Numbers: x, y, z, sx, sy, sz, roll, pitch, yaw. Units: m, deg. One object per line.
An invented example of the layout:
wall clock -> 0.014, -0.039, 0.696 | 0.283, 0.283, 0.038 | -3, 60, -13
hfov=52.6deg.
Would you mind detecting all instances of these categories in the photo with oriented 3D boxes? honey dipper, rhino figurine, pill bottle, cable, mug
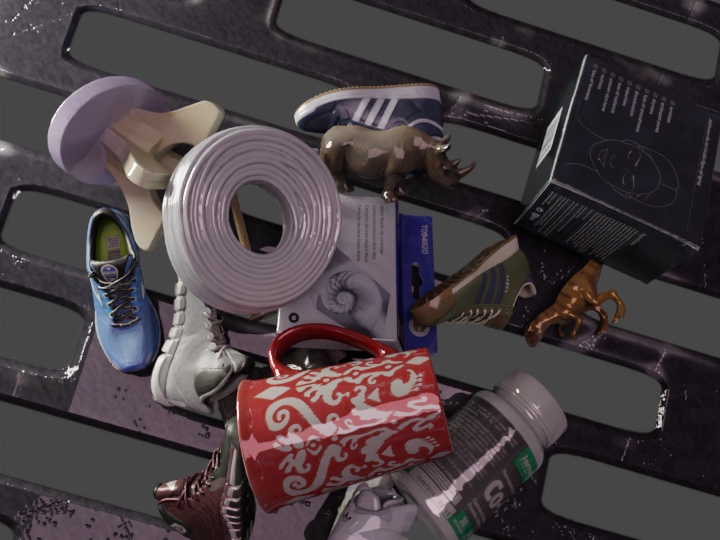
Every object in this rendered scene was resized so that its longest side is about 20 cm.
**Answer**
honey dipper -> -0.147, -0.038, 0.911 | 0.037, 0.038, 0.204 | -16, 80, -9
rhino figurine -> 0.041, -0.131, 0.878 | 0.195, 0.060, 0.089 | 3, 112, 9
pill bottle -> 0.141, 0.216, 0.855 | 0.199, 0.113, 0.114 | -39, 86, -14
cable -> -0.114, -0.054, 0.795 | 0.196, 0.069, 0.205 | 7, 85, -31
mug -> -0.018, 0.134, 0.744 | 0.196, 0.133, 0.182 | -14, 83, 3

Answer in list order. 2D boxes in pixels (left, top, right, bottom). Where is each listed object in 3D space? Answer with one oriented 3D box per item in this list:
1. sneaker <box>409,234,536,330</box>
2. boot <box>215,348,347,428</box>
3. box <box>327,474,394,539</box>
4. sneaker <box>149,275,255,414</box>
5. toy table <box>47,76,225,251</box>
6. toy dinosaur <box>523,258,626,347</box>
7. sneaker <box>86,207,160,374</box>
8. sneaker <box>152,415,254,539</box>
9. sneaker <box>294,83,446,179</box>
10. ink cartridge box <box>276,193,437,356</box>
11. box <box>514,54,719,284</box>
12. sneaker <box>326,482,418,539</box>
sneaker -> 0.150, 0.036, 0.891 | 0.199, 0.067, 0.091 | -33, 96, -36
boot -> -0.073, 0.174, 0.850 | 0.172, 0.070, 0.201 | -28, 55, -10
box -> 0.011, 0.260, 0.866 | 0.038, 0.041, 0.203 | 15, 77, 33
sneaker -> -0.165, 0.071, 0.853 | 0.113, 0.075, 0.204 | 14, 87, 22
toy table -> -0.244, -0.130, 0.829 | 0.116, 0.200, 0.186 | 33, 114, 8
toy dinosaur -> 0.289, 0.023, 0.936 | 0.106, 0.060, 0.201 | 38, 78, 3
sneaker -> -0.288, 0.022, 0.855 | 0.077, 0.089, 0.204 | -14, 82, -7
sneaker -> -0.175, 0.236, 0.800 | 0.113, 0.076, 0.204 | 12, 119, 6
sneaker -> 0.018, -0.173, 0.934 | 0.195, 0.070, 0.111 | -9, 79, -11
ink cartridge box -> 0.000, 0.000, 0.888 | 0.195, 0.041, 0.204 | 4, 61, -7
box -> 0.324, -0.125, 0.917 | 0.193, 0.124, 0.203 | 23, 66, 0
sneaker -> 0.042, 0.317, 0.817 | 0.198, 0.075, 0.117 | 33, 77, -31
